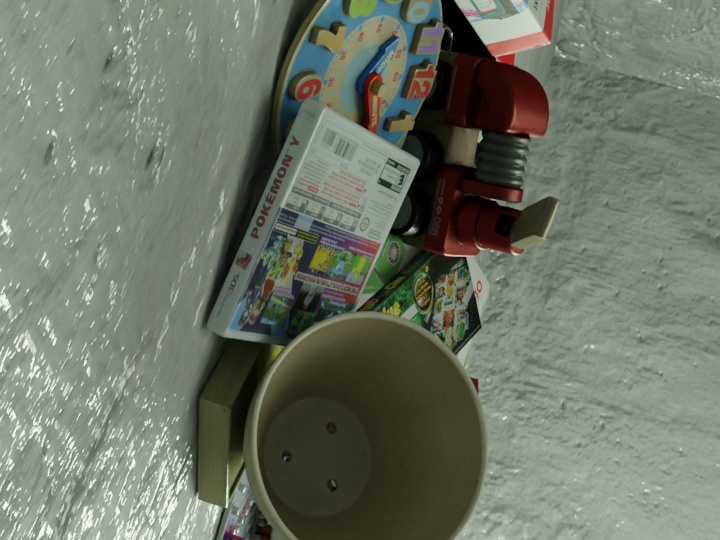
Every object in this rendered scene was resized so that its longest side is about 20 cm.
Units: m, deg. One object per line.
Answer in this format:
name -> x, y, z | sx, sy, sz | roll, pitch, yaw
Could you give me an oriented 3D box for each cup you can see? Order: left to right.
cup -> -0.015, 0.147, 1.044 | 0.143, 0.198, 0.203 | -31, -144, 64

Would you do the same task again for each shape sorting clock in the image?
shape sorting clock -> 0.003, -0.152, 1.019 | 0.200, 0.039, 0.202 | -43, 149, -33

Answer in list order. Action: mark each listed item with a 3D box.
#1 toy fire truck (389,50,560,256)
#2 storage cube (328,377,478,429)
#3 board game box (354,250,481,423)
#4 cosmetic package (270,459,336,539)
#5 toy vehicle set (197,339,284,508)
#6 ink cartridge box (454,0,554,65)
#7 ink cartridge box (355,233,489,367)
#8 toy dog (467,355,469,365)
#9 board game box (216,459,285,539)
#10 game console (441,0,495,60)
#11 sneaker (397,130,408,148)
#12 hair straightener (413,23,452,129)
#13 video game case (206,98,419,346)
toy fire truck -> 0.119, -0.092, 1.117 | 0.128, 0.198, 0.179 | 2, 103, -50
storage cube -> 0.030, 0.219, 1.461 | 0.201, 0.177, 0.173 | -78, 179, -63
board game box -> 0.056, 0.047, 1.184 | 0.200, 0.023, 0.106 | -39, 122, -54
cosmetic package -> -0.049, 0.275, 1.325 | 0.104, 0.072, 0.203 | -58, 161, -59
toy vehicle set -> -0.087, 0.085, 1.084 | 0.201, 0.026, 0.126 | -64, 166, -47
ink cartridge box -> 0.136, -0.293, 1.232 | 0.200, 0.066, 0.118 | 43, 48, -48
ink cartridge box -> 0.040, 0.005, 1.265 | 0.201, 0.083, 0.147 | 57, 42, -37
toy dog -> 0.045, 0.086, 1.408 | 0.096, 0.197, 0.134 | 17, -63, 59
board game box -> -0.087, 0.195, 1.264 | 0.200, 0.025, 0.203 | 48, 59, -79
game console -> 0.101, -0.225, 1.407 | 0.177, 0.115, 0.202 | 86, 23, -61
sneaker -> 0.012, -0.164, 1.137 | 0.082, 0.073, 0.202 | -106, -143, -64
hair straightener -> 0.060, -0.166, 1.247 | 0.202, 0.040, 0.077 | 90, 19, -45
video game case -> -0.031, -0.027, 1.016 | 0.185, 0.023, 0.199 | -66, 156, 3
